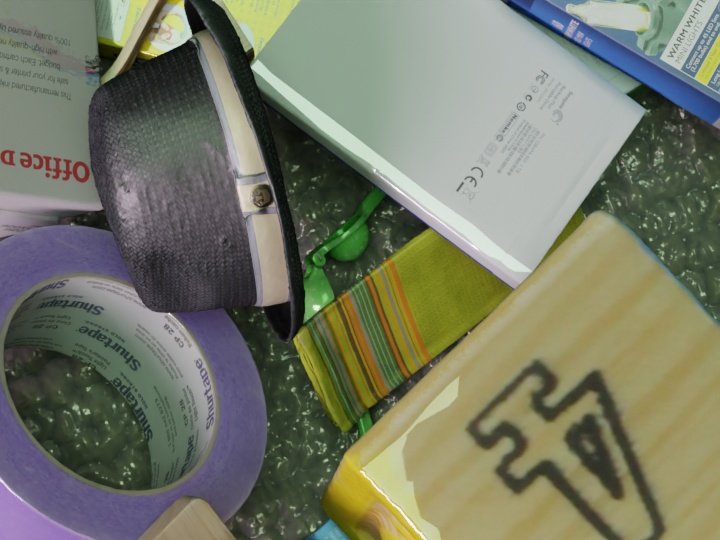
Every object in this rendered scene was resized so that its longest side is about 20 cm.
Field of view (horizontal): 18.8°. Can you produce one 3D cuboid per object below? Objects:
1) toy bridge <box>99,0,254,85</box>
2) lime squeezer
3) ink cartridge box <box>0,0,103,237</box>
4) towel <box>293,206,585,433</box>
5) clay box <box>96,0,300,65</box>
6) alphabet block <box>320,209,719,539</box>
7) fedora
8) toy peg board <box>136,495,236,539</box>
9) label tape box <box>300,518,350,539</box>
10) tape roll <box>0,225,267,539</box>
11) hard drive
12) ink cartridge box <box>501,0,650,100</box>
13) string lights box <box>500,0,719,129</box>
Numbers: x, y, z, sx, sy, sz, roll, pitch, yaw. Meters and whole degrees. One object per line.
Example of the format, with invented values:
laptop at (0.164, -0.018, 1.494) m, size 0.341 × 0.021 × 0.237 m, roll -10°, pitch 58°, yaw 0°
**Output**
toy bridge at (-0.087, -0.151, 1.292) m, size 0.199 × 0.027 × 0.068 m, roll -33°, pitch 84°, yaw -5°
lime squeezer at (0.000, 0.000, 1.311) m, size 0.070 × 0.038 × 0.202 m, roll 13°, pitch 80°, yaw 2°
ink cartridge box at (-0.249, -0.126, 1.250) m, size 0.144 × 0.147 × 0.202 m, roll -11°, pitch 78°, yaw 37°
towel at (0.051, 0.008, 1.280) m, size 0.199 × 0.086 × 0.018 m, roll -37°, pitch 45°, yaw -14°
clay box at (-0.085, -0.174, 1.333) m, size 0.198 × 0.048 × 0.116 m, roll 14°, pitch 82°, yaw 0°
alphabet block at (0.116, 0.119, 1.205) m, size 0.200 × 0.195 × 0.196 m, roll -43°, pitch 82°, yaw -12°
fedora at (-0.098, -0.047, 1.199) m, size 0.091 × 0.201 × 0.202 m, roll -16°, pitch 81°, yaw -9°
toy peg board at (-0.079, 0.259, 1.111) m, size 0.199 × 0.098 × 0.201 m, roll -44°, pitch 112°, yaw -23°
label tape box at (-0.028, 0.246, 1.257) m, size 0.200 × 0.063 × 0.144 m, roll -42°, pitch 84°, yaw -6°
tape roll at (-0.157, 0.081, 1.219) m, size 0.199 × 0.085 × 0.201 m, roll 20°, pitch 49°, yaw -24°
hard drive at (0.049, -0.100, 1.258) m, size 0.199 × 0.025 × 0.132 m, roll 37°, pitch 75°, yaw 2°
ink cartridge box at (0.100, -0.125, 1.320) m, size 0.199 × 0.059 × 0.104 m, roll -33°, pitch 84°, yaw -5°
string lights box at (0.170, -0.169, 1.267) m, size 0.199 × 0.059 × 0.103 m, roll 30°, pitch 84°, yaw 2°
